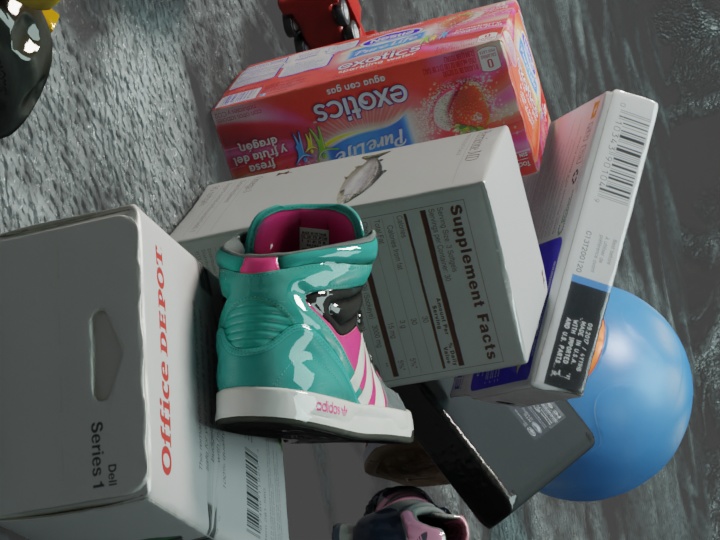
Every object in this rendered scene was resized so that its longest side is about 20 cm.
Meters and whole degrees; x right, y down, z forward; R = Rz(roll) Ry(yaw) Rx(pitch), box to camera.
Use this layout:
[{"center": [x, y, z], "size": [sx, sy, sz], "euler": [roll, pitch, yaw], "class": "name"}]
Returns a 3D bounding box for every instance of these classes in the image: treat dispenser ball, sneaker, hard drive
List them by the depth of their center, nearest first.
[{"center": [-0.022, 0.027, 1.094], "size": [0.200, 0.084, 0.121], "euler": [27, 64, -72], "class": "sneaker"}, {"center": [0.043, 0.191, 1.506], "size": [0.200, 0.082, 0.070], "euler": [-24, 102, -75], "class": "sneaker"}, {"center": [0.094, 0.102, 1.572], "size": [0.140, 0.033, 0.200], "euler": [52, 23, 7], "class": "hard drive"}, {"center": [0.041, 0.100, 1.615], "size": [0.200, 0.071, 0.113], "euler": [47, 38, -75], "class": "sneaker"}, {"center": [0.203, 0.111, 1.954], "size": [0.201, 0.201, 0.201], "euler": [-11, 90, -75], "class": "treat dispenser ball"}]

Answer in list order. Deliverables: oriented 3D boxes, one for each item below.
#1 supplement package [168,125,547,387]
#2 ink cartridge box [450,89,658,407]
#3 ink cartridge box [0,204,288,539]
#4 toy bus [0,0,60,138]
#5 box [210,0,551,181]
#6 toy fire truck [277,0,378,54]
[{"center": [0.000, 0.000, 1.278], "size": [0.117, 0.200, 0.117], "euler": [-62, 139, -68], "class": "supplement package"}, {"center": [0.125, -0.008, 1.420], "size": [0.200, 0.043, 0.198], "euler": [159, -53, -76], "class": "ink cartridge box"}, {"center": [-0.107, 0.072, 1.057], "size": [0.200, 0.084, 0.146], "euler": [47, 35, -63], "class": "ink cartridge box"}, {"center": [-0.203, -0.109, 0.734], "size": [0.192, 0.200, 0.136], "euler": [32, 35, -20], "class": "toy bus"}, {"center": [0.016, -0.101, 1.407], "size": [0.103, 0.200, 0.095], "euler": [-68, 143, -65], "class": "box"}, {"center": [-0.027, -0.224, 1.627], "size": [0.200, 0.049, 0.141], "euler": [62, 23, -49], "class": "toy fire truck"}]
